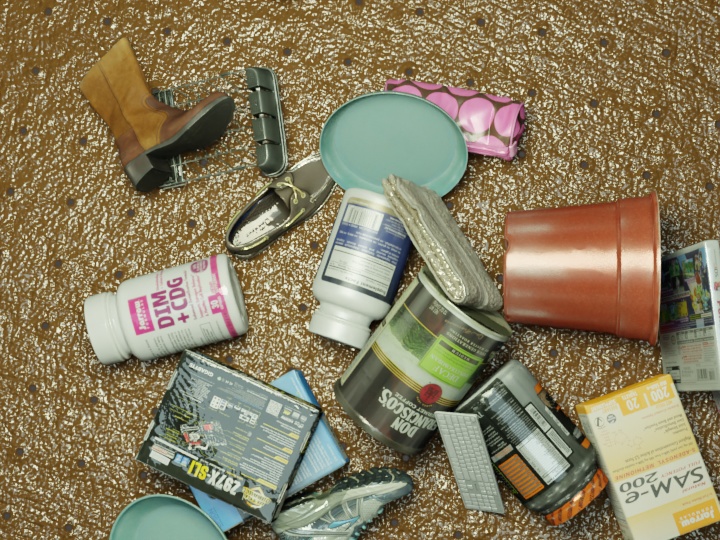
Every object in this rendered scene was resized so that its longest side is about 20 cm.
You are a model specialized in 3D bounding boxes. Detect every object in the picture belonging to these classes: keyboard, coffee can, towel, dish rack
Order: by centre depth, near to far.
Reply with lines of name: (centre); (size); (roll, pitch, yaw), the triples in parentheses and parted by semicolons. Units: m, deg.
towel: (0.106, -0.036, 1.487); (0.034, 0.132, 0.200); (-39, 67, 20)
coffee can: (0.079, 0.115, 1.508); (0.146, 0.146, 0.200); (37, 104, 5)
keyboard: (0.143, 0.251, 1.511); (0.056, 0.201, 0.011); (-2, 42, 20)
dish rack: (-0.207, -0.194, 1.614); (0.199, 0.055, 0.154); (-10, 82, 20)

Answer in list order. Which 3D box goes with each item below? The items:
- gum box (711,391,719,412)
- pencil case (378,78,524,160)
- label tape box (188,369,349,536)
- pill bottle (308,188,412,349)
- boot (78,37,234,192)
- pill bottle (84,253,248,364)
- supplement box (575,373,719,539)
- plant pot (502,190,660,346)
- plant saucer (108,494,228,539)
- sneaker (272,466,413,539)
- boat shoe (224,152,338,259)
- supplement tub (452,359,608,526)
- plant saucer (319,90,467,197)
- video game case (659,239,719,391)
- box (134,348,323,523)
gum box: (0.508, 0.078, 1.563); (0.113, 0.066, 0.201); (-18, 84, 1)
pencil case: (0.124, -0.201, 1.595); (0.199, 0.091, 0.094); (7, 45, 5)
label tape box: (-0.136, 0.244, 1.571); (0.199, 0.063, 0.145); (-29, 84, 2)
pill bottle: (0.000, 0.000, 1.567); (0.111, 0.111, 0.201); (19, 86, 4)
boot: (-0.280, -0.237, 1.597); (0.188, 0.068, 0.200); (-41, 66, 24)
pill bottle: (-0.260, 0.056, 1.569); (0.199, 0.113, 0.114); (-16, 84, 1)
supplement box: (0.382, 0.252, 1.545); (0.126, 0.074, 0.201); (-20, 84, -2)
plant pot: (0.287, -0.003, 1.527); (0.194, 0.201, 0.202); (1, 84, 11)
plant saucer: (-0.242, 0.387, 1.545); (0.199, 0.036, 0.201); (5, 102, 22)
sneaker: (-0.018, 0.327, 1.563); (0.199, 0.078, 0.087); (-20, 96, 7)
boat shoe: (-0.107, -0.093, 1.605); (0.200, 0.060, 0.072); (-40, 84, -2)
supplement tub: (0.224, 0.227, 1.530); (0.122, 0.123, 0.200); (-40, 85, -2)
plant saucer: (0.045, -0.166, 1.562); (0.199, 0.201, 0.027); (8, 47, 3)
video game case: (0.426, 0.064, 1.501); (0.023, 0.200, 0.183); (-5, 84, -5)
box: (-0.170, 0.213, 1.520); (0.199, 0.049, 0.160); (23, 90, 5)
